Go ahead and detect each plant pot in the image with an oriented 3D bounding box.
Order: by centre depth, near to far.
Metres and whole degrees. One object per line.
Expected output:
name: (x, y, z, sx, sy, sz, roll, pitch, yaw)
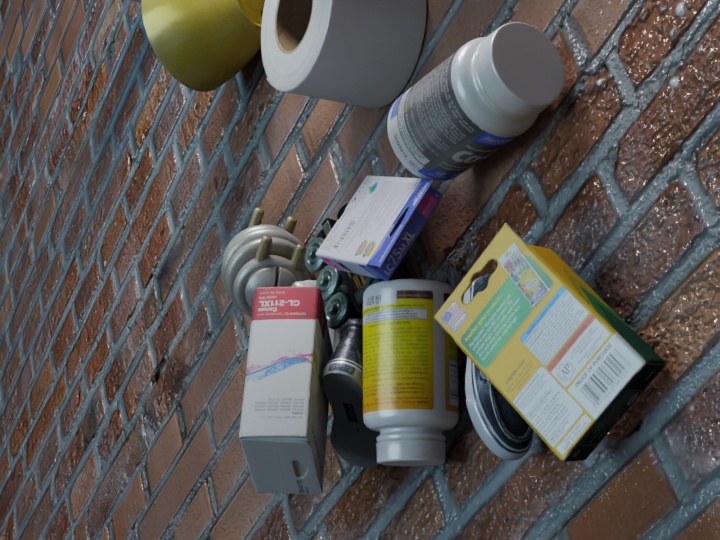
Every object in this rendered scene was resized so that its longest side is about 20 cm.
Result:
plant pot: (-0.212, -0.389, 2.094, 0.141, 0.199, 0.202, -16, 68, 32)

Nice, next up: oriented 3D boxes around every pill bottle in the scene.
pill bottle: (0.124, -0.182, 1.492, 0.200, 0.113, 0.115, -32, 57, 55)
pill bottle: (0.056, 0.116, 1.558, 0.109, 0.109, 0.202, -20, 66, 58)

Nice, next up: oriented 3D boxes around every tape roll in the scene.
tape roll: (-0.025, -0.317, 1.763, 0.202, 0.138, 0.205, -20, 66, 57)

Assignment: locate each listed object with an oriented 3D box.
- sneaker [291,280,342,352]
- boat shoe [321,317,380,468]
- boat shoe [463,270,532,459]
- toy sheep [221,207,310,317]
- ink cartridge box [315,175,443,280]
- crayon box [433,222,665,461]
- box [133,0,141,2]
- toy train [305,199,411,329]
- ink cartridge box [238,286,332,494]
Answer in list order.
sneaker: (-0.052, 0.099, 1.765, 0.078, 0.099, 0.201, -53, 41, 43)
boat shoe: (0.004, 0.150, 1.661, 0.201, 0.070, 0.091, 81, -156, -47)
boat shoe: (0.155, 0.085, 1.410, 0.091, 0.070, 0.202, -42, 48, 52)
toy sheep: (-0.128, 0.001, 1.893, 0.200, 0.137, 0.139, -104, 31, -64)
ink cartridge box: (0.025, -0.051, 1.597, 0.120, 0.042, 0.200, -57, 19, -8)
crayon box: (0.178, 0.067, 1.321, 0.200, 0.051, 0.126, 48, 113, 29)
box: (-0.441, -0.568, 2.481, 0.133, 0.199, 0.115, -68, 31, 25)
toy train: (0.000, 0.000, 1.721, 0.114, 0.085, 0.201, -50, 39, 25)
ink cartridge box: (-0.085, 0.141, 1.614, 0.146, 0.082, 0.201, 82, -170, -55)
